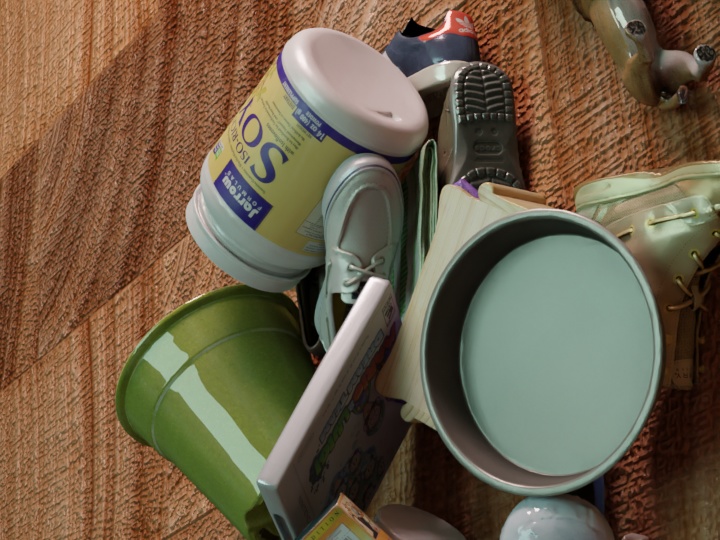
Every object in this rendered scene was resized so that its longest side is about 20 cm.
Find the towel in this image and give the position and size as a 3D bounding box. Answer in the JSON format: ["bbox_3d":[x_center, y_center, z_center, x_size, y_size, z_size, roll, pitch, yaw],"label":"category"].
[{"bbox_3d":[0.032,-0.006,1.512,0.200,0.023,0.153,126,148,-68],"label":"towel"}]

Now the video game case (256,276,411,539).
[{"bbox_3d":[-0.011,0.135,1.404,0.024,0.182,0.201,16,60,23],"label":"video game case"}]

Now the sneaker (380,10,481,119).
[{"bbox_3d":[0.036,-0.180,1.590,0.199,0.075,0.085,-16,67,43],"label":"sneaker"}]

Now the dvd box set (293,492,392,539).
[{"bbox_3d":[0.008,0.288,1.334,0.146,0.200,0.029,-47,3,16],"label":"dvd box set"}]

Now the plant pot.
[{"bbox_3d":[-0.093,0.147,1.585,0.190,0.199,0.201,49,120,38],"label":"plant pot"}]

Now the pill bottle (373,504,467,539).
[{"bbox_3d":[0.013,0.295,1.409,0.112,0.112,0.201,43,115,54],"label":"pill bottle"}]

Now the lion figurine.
[{"bbox_3d":[0.206,-0.184,1.323,0.123,0.072,0.201,93,167,-64],"label":"lion figurine"}]

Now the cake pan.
[{"bbox_3d":[0.131,0.058,1.226,0.199,0.037,0.202,-5,82,38],"label":"cake pan"}]

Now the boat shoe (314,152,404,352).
[{"bbox_3d":[0.000,0.000,1.457,0.070,0.070,0.201,-110,26,-51],"label":"boat shoe"}]

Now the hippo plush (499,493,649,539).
[{"bbox_3d":[0.170,0.229,1.191,0.159,0.200,0.161,-31,24,26],"label":"hippo plush"}]

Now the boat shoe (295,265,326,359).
[{"bbox_3d":[-0.035,-0.009,1.623,0.072,0.072,0.201,-21,62,39],"label":"boat shoe"}]

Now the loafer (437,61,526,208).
[{"bbox_3d":[0.098,-0.072,1.465,0.070,0.075,0.201,129,147,-71],"label":"loafer"}]

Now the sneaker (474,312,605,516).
[{"bbox_3d":[0.129,0.124,1.300,0.070,0.077,0.201,155,110,-62],"label":"sneaker"}]

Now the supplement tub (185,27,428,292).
[{"bbox_3d":[-0.050,-0.093,1.511,0.200,0.145,0.146,-51,40,28],"label":"supplement tub"}]

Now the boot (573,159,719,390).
[{"bbox_3d":[0.235,0.005,1.215,0.199,0.073,0.156,-7,80,43],"label":"boot"}]

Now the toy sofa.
[{"bbox_3d":[0.097,0.032,1.383,0.097,0.083,0.201,26,101,38],"label":"toy sofa"}]
